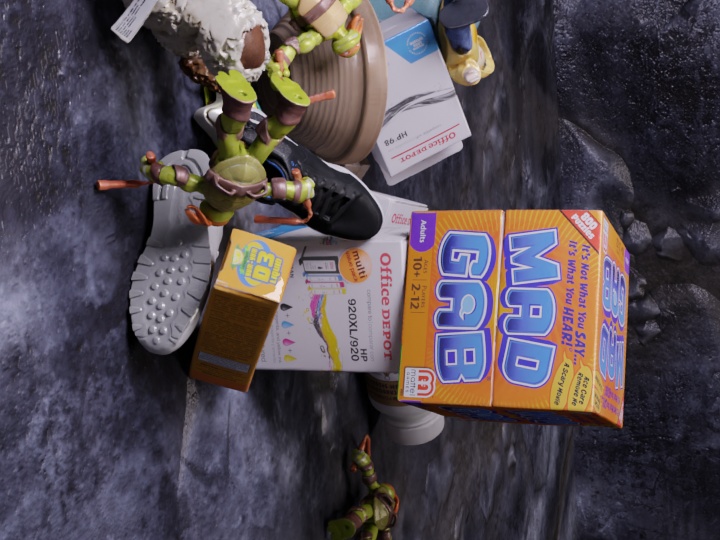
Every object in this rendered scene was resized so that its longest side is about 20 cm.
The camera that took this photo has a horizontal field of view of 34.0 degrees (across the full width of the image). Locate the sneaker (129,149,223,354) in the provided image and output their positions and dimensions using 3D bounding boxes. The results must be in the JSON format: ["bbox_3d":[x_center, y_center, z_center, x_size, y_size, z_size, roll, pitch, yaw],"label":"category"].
[{"bbox_3d":[-0.163,-0.011,1.113,0.081,0.076,0.200,68,29,-66],"label":"sneaker"}]

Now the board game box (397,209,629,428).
[{"bbox_3d":[0.170,0.056,1.254,0.200,0.199,0.200,30,62,-67],"label":"board game box"}]

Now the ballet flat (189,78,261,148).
[{"bbox_3d":[-0.142,-0.182,1.193,0.067,0.067,0.200,-23,111,-46],"label":"ballet flat"}]

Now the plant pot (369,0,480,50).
[{"bbox_3d":[0.054,-0.370,1.502,0.196,0.196,0.200,51,40,-61],"label":"plant pot"}]

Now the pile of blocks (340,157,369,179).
[{"bbox_3d":[-0.041,-0.197,1.488,0.062,0.082,0.200,1,77,-28],"label":"pile of blocks"}]

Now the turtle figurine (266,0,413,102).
[{"bbox_3d":[-0.041,-0.276,1.178,0.161,0.200,0.064,50,-4,-24],"label":"turtle figurine"}]

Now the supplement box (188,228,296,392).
[{"bbox_3d":[-0.115,0.043,1.120,0.200,0.069,0.067,113,-7,-58],"label":"supplement box"}]

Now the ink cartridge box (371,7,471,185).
[{"bbox_3d":[0.056,-0.197,1.418,0.200,0.116,0.067,65,-5,-29],"label":"ink cartridge box"}]

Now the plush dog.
[{"bbox_3d":[-0.158,-0.251,1.059,0.172,0.160,0.200,89,-1,-84],"label":"plush dog"}]

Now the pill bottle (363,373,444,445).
[{"bbox_3d":[0.062,0.144,1.673,0.114,0.114,0.200,-61,145,-54],"label":"pill bottle"}]

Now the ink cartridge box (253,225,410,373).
[{"bbox_3d":[-0.021,0.029,1.311,0.145,0.200,0.148,-22,111,-69],"label":"ink cartridge box"}]

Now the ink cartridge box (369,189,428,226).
[{"bbox_3d":[0.000,0.000,1.468,0.148,0.085,0.200,3,104,-70],"label":"ink cartridge box"}]

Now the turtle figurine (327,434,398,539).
[{"bbox_3d":[0.017,0.341,1.608,0.161,0.064,0.200,-47,133,-60],"label":"turtle figurine"}]

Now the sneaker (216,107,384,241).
[{"bbox_3d":[-0.059,-0.076,1.151,0.200,0.073,0.112,34,16,-17],"label":"sneaker"}]

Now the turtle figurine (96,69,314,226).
[{"bbox_3d":[-0.116,-0.092,1.016,0.064,0.200,0.161,-103,-150,-46],"label":"turtle figurine"}]

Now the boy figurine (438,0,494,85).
[{"bbox_3d":[0.124,-0.271,1.392,0.200,0.064,0.125,58,21,-71],"label":"boy figurine"}]

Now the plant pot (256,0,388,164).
[{"bbox_3d":[-0.055,-0.216,1.309,0.093,0.201,0.201,-8,101,-27],"label":"plant pot"}]
